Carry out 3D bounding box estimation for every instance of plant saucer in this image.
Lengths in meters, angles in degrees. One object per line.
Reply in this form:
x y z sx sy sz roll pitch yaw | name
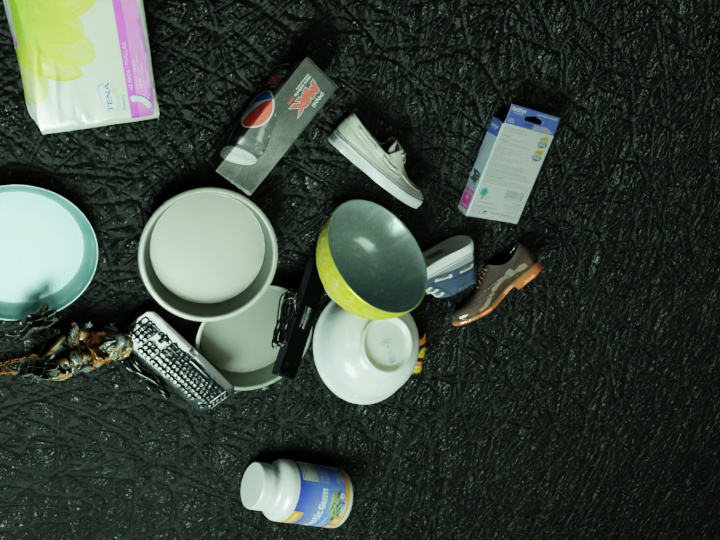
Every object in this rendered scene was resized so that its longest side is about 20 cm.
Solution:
-0.459 -0.025 0.959 0.198 0.027 0.202 -13 122 -21 | plant saucer

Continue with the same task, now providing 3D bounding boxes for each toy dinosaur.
-0.432 0.126 1.016 0.199 0.103 0.136 -33 161 -7 | toy dinosaur

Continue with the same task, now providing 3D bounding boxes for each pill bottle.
-0.120 0.417 1.339 0.199 0.112 0.113 21 107 -35 | pill bottle

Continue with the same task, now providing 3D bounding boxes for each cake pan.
-0.222 -0.025 1.042 0.198 0.037 0.203 -6 110 -15 | cake pan
-0.177 0.105 1.173 0.198 0.037 0.203 -13 122 -21 | cake pan

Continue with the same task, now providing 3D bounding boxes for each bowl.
0.000 0.000 1.138 0.198 0.202 0.107 16 143 -33 | bowl
0.026 0.124 1.198 0.199 0.090 0.204 3 82 -25 | bowl

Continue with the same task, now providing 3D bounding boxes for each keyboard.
-0.107 0.069 1.138 0.104 0.039 0.202 46 59 -66 | keyboard
-0.295 0.159 1.105 0.104 0.040 0.200 -34 116 13 | keyboard

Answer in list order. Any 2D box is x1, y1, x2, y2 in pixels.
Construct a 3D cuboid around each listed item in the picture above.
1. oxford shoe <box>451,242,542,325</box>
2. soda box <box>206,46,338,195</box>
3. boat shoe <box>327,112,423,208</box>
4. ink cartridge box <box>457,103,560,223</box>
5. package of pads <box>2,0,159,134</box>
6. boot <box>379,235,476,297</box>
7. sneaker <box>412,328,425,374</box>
0.242 0.027 1.340 0.199 0.071 0.073 -39 100 2 | oxford shoe
-0.126 -0.209 1.001 0.071 0.063 0.201 35 98 -37 | soda box
0.040 -0.172 1.108 0.199 0.071 0.070 35 101 -31 | boat shoe
0.256 -0.184 1.228 0.118 0.042 0.202 6 117 -30 | ink cartridge box
-0.334 -0.273 0.853 0.153 0.068 0.202 -13 122 -21 | package of pads
0.120 0.017 1.253 0.198 0.073 0.091 -22 120 -15 | boot
0.033 0.130 1.289 0.198 0.070 0.091 13 92 -30 | sneaker
